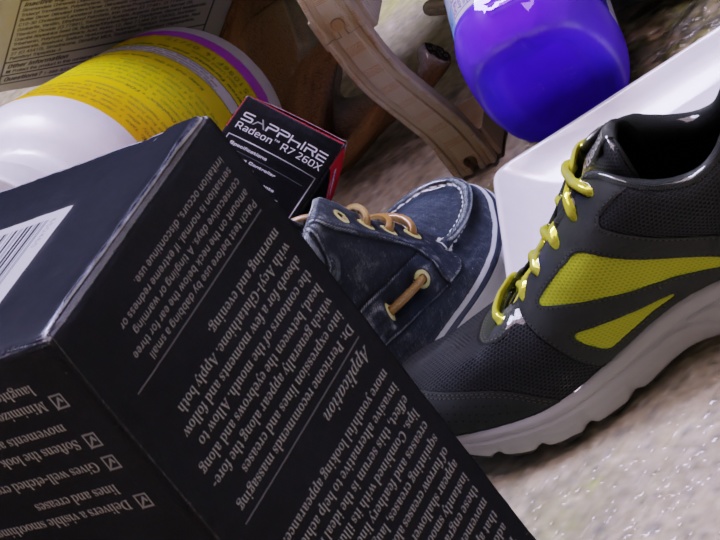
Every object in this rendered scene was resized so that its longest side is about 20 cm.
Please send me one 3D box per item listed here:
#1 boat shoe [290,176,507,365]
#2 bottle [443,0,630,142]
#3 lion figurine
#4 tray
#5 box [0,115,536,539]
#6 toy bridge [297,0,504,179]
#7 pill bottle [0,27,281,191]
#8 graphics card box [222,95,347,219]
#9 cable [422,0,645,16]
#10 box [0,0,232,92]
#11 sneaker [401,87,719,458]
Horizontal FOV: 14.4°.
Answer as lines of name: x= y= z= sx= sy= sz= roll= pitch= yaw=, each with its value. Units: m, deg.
boat shoe: x=0.000 y=0.000 z=1.068 sx=0.070 sy=0.091 sz=0.201 roll=-14 pitch=26 yaw=29
bottle: x=0.059 y=-0.152 z=1.203 sx=0.065 sy=0.084 sz=0.201 roll=-24 pitch=53 yaw=14
lion figurine: x=-0.027 y=-0.093 z=1.328 sx=0.123 sy=0.072 sz=0.200 roll=-58 pitch=22 yaw=22
tray: x=0.140 y=-0.059 z=1.076 sx=0.199 sy=0.022 sz=0.108 roll=-33 pitch=23 yaw=15
box: x=-0.063 y=0.072 z=0.907 sx=0.148 sy=0.200 sz=0.107 roll=-15 pitch=31 yaw=42
toy bridge: x=-0.004 y=-0.115 z=1.170 sx=0.027 sy=0.200 sz=0.067 roll=-26 pitch=27 yaw=22
pill bottle: x=-0.112 y=-0.033 z=1.214 sx=0.104 sy=0.105 sz=0.200 roll=-27 pitch=6 yaw=27
graphics card box: x=-0.078 y=0.041 z=1.110 sx=0.201 sy=0.051 sz=0.126 roll=-59 pitch=-6 yaw=-37
cable: x=0.107 y=-0.134 z=1.228 sx=0.199 sy=0.050 sz=0.097 roll=-11 pitch=33 yaw=49
box: x=-0.117 y=-0.187 z=1.255 sx=0.127 sy=0.109 sz=0.200 roll=-13 pitch=-29 yaw=-26
sneaker: x=0.087 y=-0.009 z=0.981 sx=0.199 sy=0.085 sz=0.075 roll=-30 pitch=23 yaw=21
